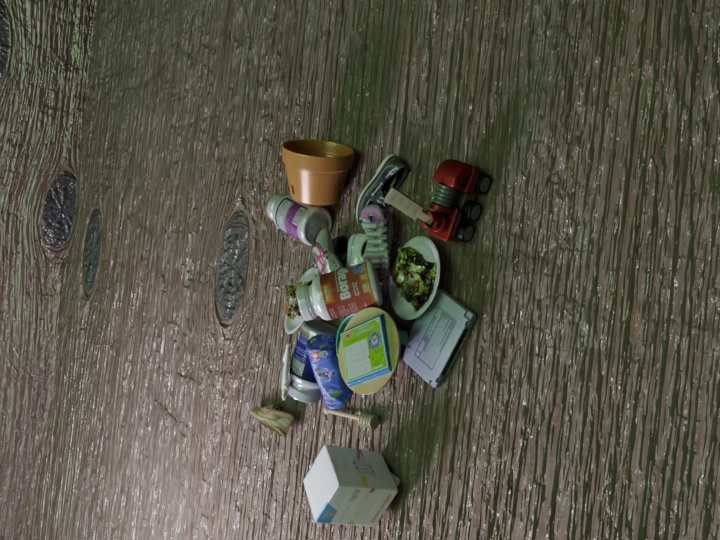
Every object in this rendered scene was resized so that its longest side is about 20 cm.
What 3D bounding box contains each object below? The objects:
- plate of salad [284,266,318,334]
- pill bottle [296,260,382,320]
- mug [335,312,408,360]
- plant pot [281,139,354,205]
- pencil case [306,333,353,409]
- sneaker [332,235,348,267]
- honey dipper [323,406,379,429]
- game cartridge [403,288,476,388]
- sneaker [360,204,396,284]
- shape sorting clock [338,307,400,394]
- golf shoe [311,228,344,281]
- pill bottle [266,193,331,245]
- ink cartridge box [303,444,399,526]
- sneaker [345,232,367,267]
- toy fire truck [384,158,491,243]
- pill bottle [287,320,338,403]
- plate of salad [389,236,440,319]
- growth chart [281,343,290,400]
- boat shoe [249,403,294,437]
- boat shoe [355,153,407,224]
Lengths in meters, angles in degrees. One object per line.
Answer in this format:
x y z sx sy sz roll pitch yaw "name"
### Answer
-0.175 0.079 1.824 0.200 0.047 0.202 -49 27 34 "plate of salad"
-0.051 0.056 1.582 0.196 0.112 0.114 -16 71 5 "pill bottle"
0.040 0.189 1.602 0.184 0.113 0.155 28 104 41 "mug"
-0.119 -0.267 1.770 0.199 0.198 0.143 29 123 42 "plant pot"
-0.076 0.259 1.674 0.085 0.078 0.203 -9 115 17 "pencil case"
-0.051 0.001 1.740 0.079 0.075 0.203 -32 64 34 "sneaker"
-0.031 0.381 1.705 0.198 0.038 0.039 2 87 46 "honey dipper"
0.180 0.154 1.525 0.133 0.040 0.203 38 111 36 "game cartridge"
0.054 -0.067 1.643 0.079 0.088 0.205 5 102 32 "sneaker"
0.020 0.187 1.515 0.198 0.039 0.204 -11 74 43 "shape sorting clock"
-0.077 -0.013 1.689 0.090 0.072 0.204 -8 78 24 "golf shoe"
-0.181 -0.153 1.857 0.199 0.111 0.114 29 105 42 "pill bottle"
-0.015 0.525 1.576 0.130 0.197 0.126 -59 33 21 "ink cartridge box"
0.000 0.000 1.690 0.070 0.072 0.205 -5 81 47 "sneaker"
0.171 -0.167 1.454 0.128 0.198 0.179 28 105 41 "toy fire truck"
-0.129 0.247 1.759 0.115 0.114 0.204 25 104 42 "pill bottle"
0.120 0.015 1.555 0.199 0.047 0.204 -30 53 50 "plate of salad"
-0.209 0.288 1.805 0.201 0.017 0.148 112 161 -67 "growth chart"
-0.258 0.431 1.907 0.198 0.071 0.065 9 56 52 "boat shoe"
0.054 -0.197 1.661 0.063 0.072 0.202 43 110 41 "boat shoe"
